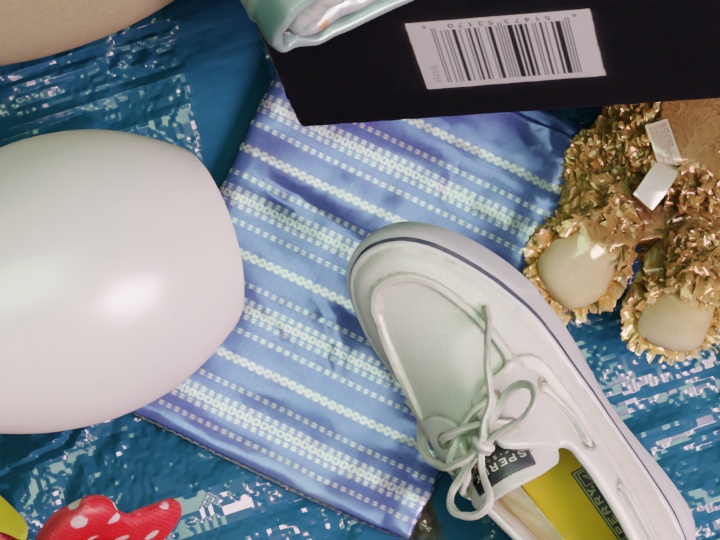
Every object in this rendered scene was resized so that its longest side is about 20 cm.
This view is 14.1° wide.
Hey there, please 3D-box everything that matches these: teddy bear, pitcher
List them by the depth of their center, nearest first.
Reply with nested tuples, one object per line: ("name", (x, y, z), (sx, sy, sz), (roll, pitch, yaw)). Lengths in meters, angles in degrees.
("pitcher", (-0.165, 0.007, 1.224), (0.199, 0.171, 0.122), (-18, 115, -22))
("teddy bear", (0.136, -0.059, 1.272), (0.144, 0.067, 0.201), (6, 84, -12))

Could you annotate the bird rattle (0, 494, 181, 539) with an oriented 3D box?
("bird rattle", (-0.177, 0.126, 1.172), (0.162, 0.200, 0.113), (12, 88, -33))

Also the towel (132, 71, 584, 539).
("towel", (0.000, 0.000, 1.282), (0.144, 0.024, 0.201), (25, 83, 1))

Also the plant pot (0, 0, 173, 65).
("plant pot", (-0.118, -0.179, 1.218), (0.134, 0.200, 0.202), (3, 83, -15))

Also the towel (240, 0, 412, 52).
("towel", (0.011, -0.193, 1.120), (0.199, 0.048, 0.172), (-27, 69, -13))

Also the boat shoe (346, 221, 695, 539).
("boat shoe", (0.060, 0.073, 1.219), (0.074, 0.086, 0.202), (-33, 100, 26))

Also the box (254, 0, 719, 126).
("box", (0.061, -0.177, 1.211), (0.195, 0.118, 0.201), (-3, 65, 10))
